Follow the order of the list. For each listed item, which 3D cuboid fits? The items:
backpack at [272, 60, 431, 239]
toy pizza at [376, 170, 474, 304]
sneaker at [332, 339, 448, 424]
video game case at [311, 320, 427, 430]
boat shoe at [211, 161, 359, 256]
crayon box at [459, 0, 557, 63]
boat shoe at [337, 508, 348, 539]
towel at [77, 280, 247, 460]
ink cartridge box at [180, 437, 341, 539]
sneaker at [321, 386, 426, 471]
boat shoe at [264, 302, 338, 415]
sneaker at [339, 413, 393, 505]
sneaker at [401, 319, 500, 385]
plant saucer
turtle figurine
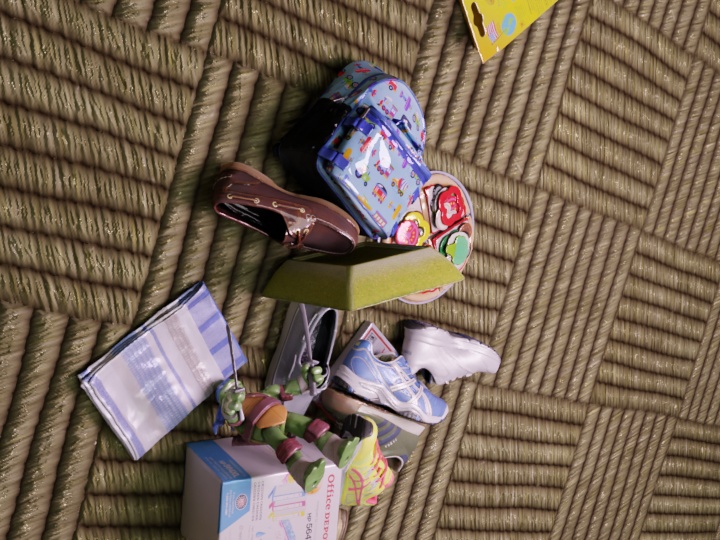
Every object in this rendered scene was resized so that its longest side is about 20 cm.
[{"bbox_3d":[0.014,-0.165,1.288,0.201,0.134,0.183,-54,131,-19],"label":"backpack"},{"bbox_3d":[0.105,-0.046,1.468,0.198,0.032,0.203,-13,111,-38],"label":"toy pizza"},{"bbox_3d":[0.056,0.164,1.421,0.199,0.075,0.078,27,84,-32],"label":"sneaker"},{"bbox_3d":[0.021,0.189,1.475,0.144,0.017,0.200,-52,129,-17],"label":"video game case"},{"bbox_3d":[-0.094,-0.060,1.224,0.198,0.071,0.071,22,132,-16],"label":"boat shoe"},{"bbox_3d":[0.207,-0.409,1.435,0.200,0.050,0.128,-42,126,-25],"label":"crayon box"},{"bbox_3d":[-0.086,0.427,1.429,0.067,0.072,0.202,24,96,-9],"label":"boat shoe"},{"bbox_3d":[-0.240,0.125,1.227,0.200,0.024,0.148,-41,126,-25],"label":"towel"},{"bbox_3d":[-0.119,0.297,1.298,0.198,0.125,0.131,-3,104,-32],"label":"ink cartridge box"},{"bbox_3d":[0.011,0.237,1.423,0.199,0.067,0.091,26,87,-41],"label":"sneaker"},{"bbox_3d":[-0.076,0.130,1.332,0.069,0.071,0.204,2,107,-40],"label":"boat shoe"},{"bbox_3d":[0.007,0.266,1.365,0.201,0.089,0.079,106,-3,-52],"label":"sneaker"},{"bbox_3d":[0.134,0.135,1.523,0.198,0.074,0.088,17,89,-34],"label":"sneaker"},{"bbox_3d":[0.000,0.000,1.284,0.198,0.198,0.049,-13,102,-37],"label":"plant saucer"},{"bbox_3d":[-0.094,0.160,1.215,0.201,0.193,0.144,-55,157,4],"label":"turtle figurine"}]
